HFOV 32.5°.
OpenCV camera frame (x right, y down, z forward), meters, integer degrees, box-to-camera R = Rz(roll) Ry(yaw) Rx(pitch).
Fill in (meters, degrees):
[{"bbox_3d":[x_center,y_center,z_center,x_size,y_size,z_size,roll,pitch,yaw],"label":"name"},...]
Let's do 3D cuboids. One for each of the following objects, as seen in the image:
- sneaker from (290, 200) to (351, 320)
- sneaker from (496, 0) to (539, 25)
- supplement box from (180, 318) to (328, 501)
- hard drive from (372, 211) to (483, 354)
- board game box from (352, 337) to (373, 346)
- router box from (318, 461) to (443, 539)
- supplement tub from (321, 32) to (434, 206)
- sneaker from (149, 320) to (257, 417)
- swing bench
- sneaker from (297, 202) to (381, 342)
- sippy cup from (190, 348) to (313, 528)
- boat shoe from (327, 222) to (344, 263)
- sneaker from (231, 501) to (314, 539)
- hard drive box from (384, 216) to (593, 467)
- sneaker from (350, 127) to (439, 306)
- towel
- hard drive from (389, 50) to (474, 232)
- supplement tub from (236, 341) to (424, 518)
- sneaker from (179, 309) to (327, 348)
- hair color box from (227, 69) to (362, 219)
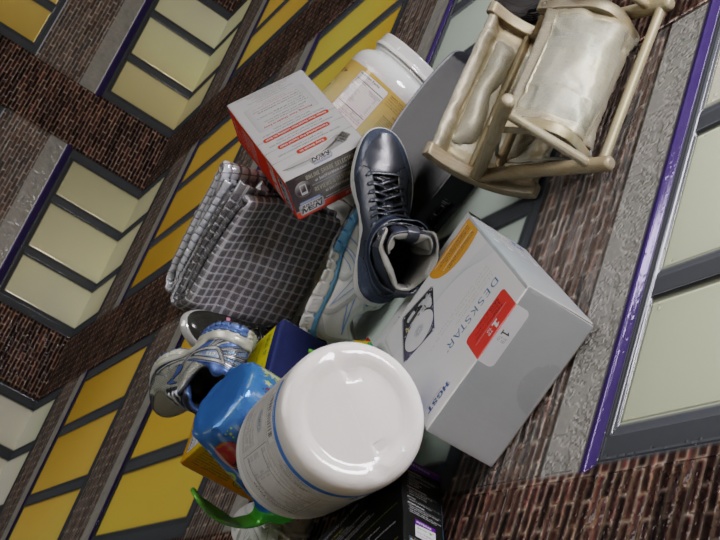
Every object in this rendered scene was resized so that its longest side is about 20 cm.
[{"bbox_3d":[-0.045,0.006,1.630,0.088,0.075,0.201,14,84,65],"label":"sneaker"},{"bbox_3d":[0.206,-0.355,1.455,0.200,0.115,0.076,-15,47,63],"label":"sneaker"},{"bbox_3d":[-0.111,0.170,1.475,0.200,0.109,0.109,-42,25,39],"label":"supplement box"},{"bbox_3d":[0.079,0.044,1.315,0.201,0.026,0.132,-54,20,13],"label":"hard drive"},{"bbox_3d":[0.007,0.150,1.285,0.200,0.030,0.096,-107,26,-68],"label":"board game box"},{"bbox_3d":[-0.003,0.284,1.118,0.200,0.051,0.150,-49,19,26],"label":"router box"},{"bbox_3d":[0.012,-0.200,1.643,0.200,0.144,0.144,-47,20,1],"label":"supplement tub"},{"bbox_3d":[-0.201,0.136,1.472,0.200,0.077,0.086,-41,30,43],"label":"sneaker"},{"bbox_3d":[0.186,-0.192,1.254,0.200,0.129,0.200,-65,15,-17],"label":"swing bench"},{"bbox_3d":[0.000,0.000,1.476,0.075,0.086,0.201,-55,-12,-73],"label":"sneaker"},{"bbox_3d":[-0.097,0.167,1.268,0.139,0.130,0.178,-24,31,47],"label":"sippy cup"},{"bbox_3d":[0.026,-0.063,1.533,0.091,0.071,0.201,-27,35,63],"label":"boat shoe"},{"bbox_3d":[-0.090,0.289,1.301,0.099,0.078,0.200,-48,22,18],"label":"sneaker"},{"bbox_3d":[0.111,0.059,1.136,0.156,0.077,0.200,-56,20,10],"label":"hard drive box"},{"bbox_3d":[0.038,-0.067,1.355,0.146,0.076,0.204,159,111,-76],"label":"sneaker"},{"bbox_3d":[-0.133,-0.022,1.563,0.201,0.165,0.086,-59,36,22],"label":"towel"},{"bbox_3d":[0.095,-0.154,1.453,0.135,0.042,0.201,43,102,37],"label":"hard drive"},{"bbox_3d":[-0.032,0.149,1.117,0.133,0.131,0.200,-67,8,-22],"label":"supplement tub"},{"bbox_3d":[-0.123,0.080,1.531,0.099,0.199,0.071,-31,48,35],"label":"sneaker"},{"bbox_3d":[-0.074,-0.156,1.505,0.110,0.064,0.200,-27,41,-9],"label":"hair color box"}]
